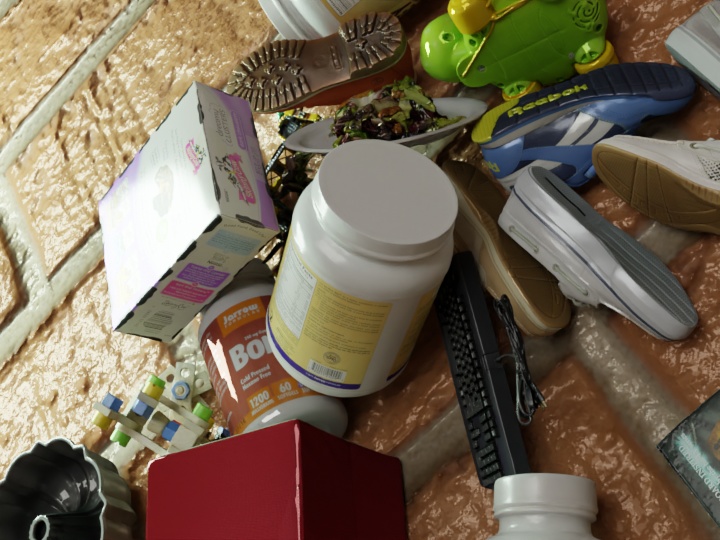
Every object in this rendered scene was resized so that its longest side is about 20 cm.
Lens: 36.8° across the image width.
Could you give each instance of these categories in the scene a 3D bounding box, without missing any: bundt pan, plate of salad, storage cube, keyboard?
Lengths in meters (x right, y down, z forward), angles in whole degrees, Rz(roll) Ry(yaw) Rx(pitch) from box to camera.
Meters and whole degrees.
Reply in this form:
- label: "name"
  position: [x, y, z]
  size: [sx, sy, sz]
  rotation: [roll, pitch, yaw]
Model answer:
- label: "bundt pan"
  position: [-0.321, 0.288, 1.175]
  size: [0.200, 0.076, 0.204]
  rotation: [-14, 64, 30]
- label: "plate of salad"
  position: [0.022, -0.149, 1.033]
  size: [0.198, 0.199, 0.049]
  rotation: [4, 113, 37]
- label: "storage cube"
  position: [-0.073, 0.252, 0.948]
  size: [0.198, 0.170, 0.182]
  rotation: [-18, 61, 29]
- label: "keyboard"
  position: [0.107, 0.081, 0.926]
  size: [0.127, 0.020, 0.202]
  rotation: [-44, 56, 57]

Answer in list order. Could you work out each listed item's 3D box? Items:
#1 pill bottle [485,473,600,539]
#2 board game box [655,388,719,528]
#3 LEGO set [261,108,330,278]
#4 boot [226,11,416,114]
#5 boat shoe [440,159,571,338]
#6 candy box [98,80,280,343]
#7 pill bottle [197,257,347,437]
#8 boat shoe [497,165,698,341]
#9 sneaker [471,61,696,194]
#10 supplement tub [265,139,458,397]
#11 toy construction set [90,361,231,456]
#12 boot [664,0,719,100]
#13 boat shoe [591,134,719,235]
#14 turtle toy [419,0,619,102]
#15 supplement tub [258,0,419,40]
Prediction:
- label: "pill bottle"
  position: [0.142, 0.263, 0.827]
  size: [0.110, 0.110, 0.203]
  rotation: [-11, 66, 32]
- label: "board game box"
  position: [0.326, 0.163, 0.786]
  size: [0.135, 0.028, 0.201]
  rotation: [-44, 53, 14]
- label: "LEGO set"
  position: [-0.073, -0.095, 1.122]
  size: [0.154, 0.116, 0.200]
  rotation: [-48, 52, 10]
- label: "boot"
  position: [-0.037, -0.195, 1.130]
  size: [0.198, 0.107, 0.076]
  rotation: [-12, 71, 14]
- label: "boat shoe"
  position: [0.120, -0.010, 0.988]
  size: [0.069, 0.073, 0.201]
  rotation: [-55, 48, 35]
- label: "candy box"
  position: [-0.176, -0.055, 1.069]
  size: [0.200, 0.071, 0.169]
  rotation: [-42, 49, 34]
- label: "pill bottle"
  position: [-0.096, 0.087, 1.069]
  size: [0.112, 0.112, 0.201]
  rotation: [-39, 54, 17]
- label: "boat shoe"
  position: [0.198, -0.003, 0.922]
  size: [0.200, 0.073, 0.067]
  rotation: [51, 126, 28]
- label: "sneaker"
  position: [0.203, -0.126, 0.969]
  size: [0.198, 0.083, 0.074]
  rotation: [-16, 26, 18]
- label: "supplement tub"
  position: [0.000, 0.000, 0.962]
  size: [0.146, 0.144, 0.201]
  rotation: [63, 149, 35]
- label: "toy construction set"
  position: [-0.183, 0.154, 1.080]
  size: [0.130, 0.200, 0.093]
  rotation: [29, 94, 2]
- label: "boot"
  position: [0.337, -0.168, 0.878]
  size: [0.095, 0.073, 0.201]
  rotation: [-43, 46, 13]
- label: "boat shoe"
  position: [0.288, -0.074, 0.888]
  size: [0.199, 0.071, 0.070]
  rotation: [26, 65, 29]
- label: "turtle toy"
  position: [0.143, -0.229, 1.020]
  size: [0.198, 0.146, 0.102]
  rotation: [-21, 39, 27]
- label: "supplement tub"
  position: [-0.003, -0.325, 1.148]
  size: [0.199, 0.144, 0.145]
  rotation: [-36, 54, 19]
